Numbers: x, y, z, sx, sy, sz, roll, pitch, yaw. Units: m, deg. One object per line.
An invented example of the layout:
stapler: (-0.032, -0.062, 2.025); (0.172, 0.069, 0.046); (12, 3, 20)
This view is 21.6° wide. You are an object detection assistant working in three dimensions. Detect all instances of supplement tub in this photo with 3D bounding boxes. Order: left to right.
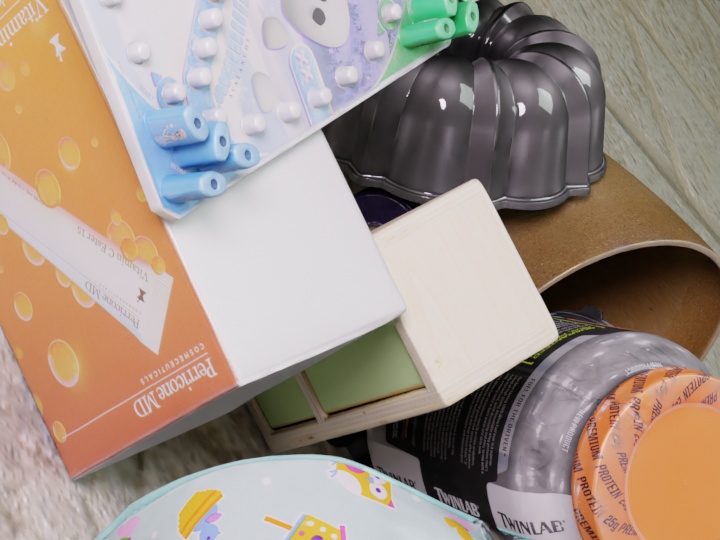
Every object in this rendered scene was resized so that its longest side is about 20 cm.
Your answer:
supplement tub: (0.096, 0.084, 0.896); (0.123, 0.122, 0.200); (56, -18, -18)

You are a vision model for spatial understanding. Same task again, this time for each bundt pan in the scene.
bundt pan: (0.057, -0.114, 1.138); (0.202, 0.200, 0.076); (-75, 175, -61)

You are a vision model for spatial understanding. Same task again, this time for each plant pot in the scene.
plant pot: (0.108, -0.017, 1.217); (0.186, 0.186, 0.201); (38, 17, -50)

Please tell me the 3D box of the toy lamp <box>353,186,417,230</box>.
toy lamp: (0.000, 0.000, 1.059); (0.058, 0.058, 0.200); (57, 20, -14)

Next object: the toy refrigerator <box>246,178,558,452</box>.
toy refrigerator: (0.000, 0.027, 0.843); (0.076, 0.070, 0.200); (62, -25, -2)

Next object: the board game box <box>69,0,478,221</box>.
board game box: (-0.040, -0.149, 0.698); (0.200, 0.026, 0.201); (-37, 113, -47)

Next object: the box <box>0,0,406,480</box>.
box: (-0.091, -0.039, 0.748); (0.097, 0.124, 0.201); (-22, 84, -45)

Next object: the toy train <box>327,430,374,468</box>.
toy train: (0.047, 0.143, 1.010); (0.201, 0.046, 0.034); (57, 20, -16)

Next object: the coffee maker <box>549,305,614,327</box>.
coffee maker: (0.153, 0.146, 1.114); (0.199, 0.134, 0.194); (30, 61, -38)

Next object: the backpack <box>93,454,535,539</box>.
backpack: (-0.010, 0.160, 0.661); (0.199, 0.175, 0.154); (34, 39, -27)
